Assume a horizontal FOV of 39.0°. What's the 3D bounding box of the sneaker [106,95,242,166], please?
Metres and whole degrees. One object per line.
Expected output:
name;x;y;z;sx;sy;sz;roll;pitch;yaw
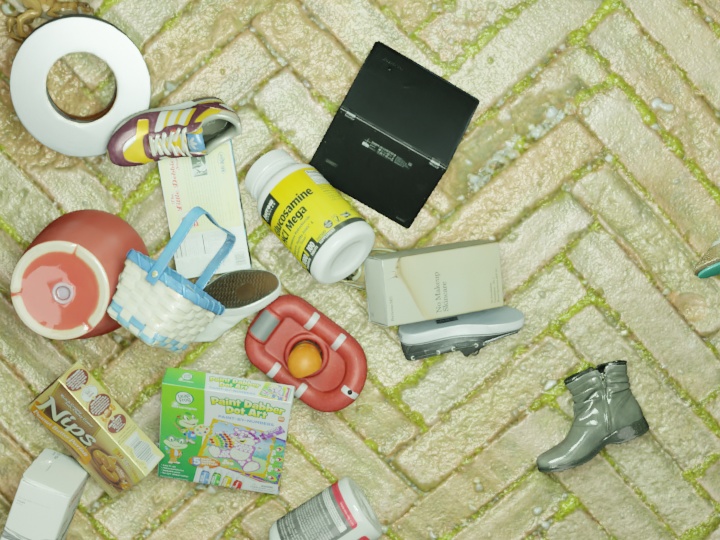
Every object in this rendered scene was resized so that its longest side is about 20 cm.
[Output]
sneaker;-0.272;-0.198;1.490;0.199;0.090;0.075;-26;128;-18

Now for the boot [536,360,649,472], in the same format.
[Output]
boot;0.349;0.227;1.613;0.199;0.068;0.131;-25;93;-5

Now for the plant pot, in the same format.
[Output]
plant pot;-0.422;0.017;1.507;0.199;0.177;0.202;0;98;-2

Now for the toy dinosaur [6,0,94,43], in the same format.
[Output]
toy dinosaur;-0.499;-0.398;1.517;0.199;0.060;0.107;19;85;-14

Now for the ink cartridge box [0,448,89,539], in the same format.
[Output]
ink cartridge box;-0.500;0.399;1.573;0.082;0.147;0.201;21;97;-5

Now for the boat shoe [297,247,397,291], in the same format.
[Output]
boat shoe;0.000;0.000;1.562;0.198;0.076;0.072;7;98;-2

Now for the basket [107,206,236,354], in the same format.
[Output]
basket;-0.261;0.011;1.459;0.139;0.176;0.200;37;85;16

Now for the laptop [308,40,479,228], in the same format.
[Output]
laptop;0.050;-0.207;1.569;0.186;0.116;0.201;29;125;-4

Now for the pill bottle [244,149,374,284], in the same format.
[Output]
pill bottle;-0.080;-0.084;1.502;0.112;0.112;0.200;-46;66;5

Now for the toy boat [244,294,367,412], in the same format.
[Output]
toy boat;-0.082;0.134;1.552;0.199;0.131;0.131;37;96;-5

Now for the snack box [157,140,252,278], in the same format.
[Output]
snack box;-0.240;-0.094;1.564;0.115;0.037;0.202;-8;98;-1

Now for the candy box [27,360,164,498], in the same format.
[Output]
candy box;-0.410;0.248;1.574;0.200;0.055;0.115;50;130;-6

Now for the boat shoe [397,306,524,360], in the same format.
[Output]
boat shoe;0.159;0.105;1.588;0.198;0.070;0.067;-10;115;-3

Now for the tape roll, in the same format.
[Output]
tape roll;-0.410;-0.272;1.496;0.199;0.066;0.202;-5;109;-14

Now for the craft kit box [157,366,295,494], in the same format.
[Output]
craft kit box;-0.210;0.250;1.570;0.198;0.049;0.199;8;121;-2

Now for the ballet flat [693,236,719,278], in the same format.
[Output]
ballet flat;0.605;-0.045;1.582;0.199;0.071;0.066;-16;71;-1

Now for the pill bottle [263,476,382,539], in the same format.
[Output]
pill bottle;-0.075;0.423;1.602;0.199;0.111;0.111;-33;97;3

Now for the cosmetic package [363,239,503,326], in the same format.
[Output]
cosmetic package;0.111;0.017;1.535;0.199;0.073;0.104;-10;99;-23

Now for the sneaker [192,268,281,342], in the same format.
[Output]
sneaker;-0.211;0.060;1.573;0.199;0.085;0.073;-19;57;2
